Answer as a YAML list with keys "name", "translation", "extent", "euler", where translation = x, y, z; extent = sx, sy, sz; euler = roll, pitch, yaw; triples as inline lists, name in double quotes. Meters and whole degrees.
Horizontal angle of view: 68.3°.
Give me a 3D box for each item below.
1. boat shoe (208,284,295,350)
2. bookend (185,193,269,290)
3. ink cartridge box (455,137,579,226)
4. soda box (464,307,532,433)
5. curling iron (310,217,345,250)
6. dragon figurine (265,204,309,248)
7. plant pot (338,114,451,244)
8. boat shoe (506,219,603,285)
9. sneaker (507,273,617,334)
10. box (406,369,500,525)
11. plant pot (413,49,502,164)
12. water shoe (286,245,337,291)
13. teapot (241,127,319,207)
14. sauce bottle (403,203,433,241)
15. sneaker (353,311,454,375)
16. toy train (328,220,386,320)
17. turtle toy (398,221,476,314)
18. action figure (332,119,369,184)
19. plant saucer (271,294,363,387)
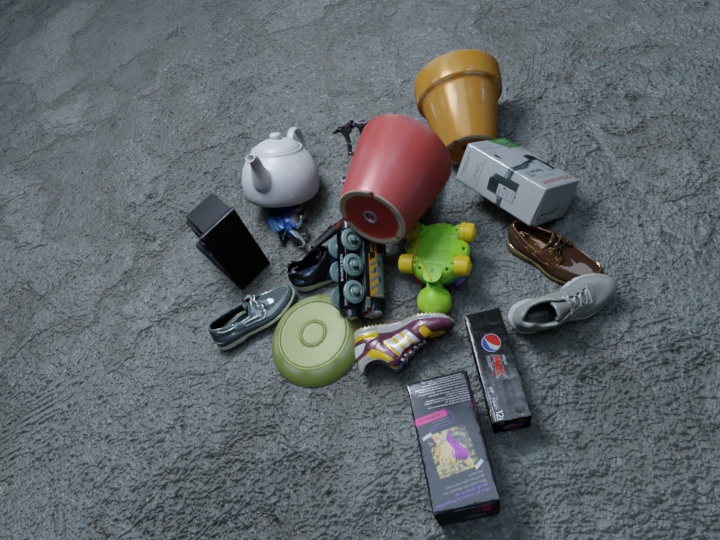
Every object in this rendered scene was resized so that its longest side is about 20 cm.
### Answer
- name: "boat shoe"
  translation: [-0.227, 0.087, 1.111]
  extent: [0.198, 0.062, 0.073]
  euler: [-35, 39, -6]
- name: "bookend"
  translation: [-0.323, -0.089, 1.172]
  extent: [0.092, 0.201, 0.198]
  euler: [-44, 58, -14]
- name: "ink cartridge box"
  translation: [0.318, -0.185, 1.079]
  extent: [0.145, 0.084, 0.200]
  euler: [-18, 47, -41]
- name: "soda box"
  translation: [0.239, 0.172, 0.931]
  extent: [0.069, 0.064, 0.203]
  euler: [-13, 57, 7]
- name: "curling iron"
  translation: [-0.056, -0.098, 1.151]
  extent: [0.025, 0.050, 0.200]
  euler: [27, 42, 15]
- name: "dragon figurine"
  translation: [-0.172, -0.099, 1.218]
  extent: [0.098, 0.059, 0.203]
  euler: [-19, 51, 7]
- name: "plant pot"
  translation: [0.055, -0.164, 1.024]
  extent: [0.197, 0.202, 0.179]
  euler: [15, 59, 24]
- name: "boat shoe"
  translation: [0.368, -0.035, 1.018]
  extent: [0.199, 0.068, 0.072]
  euler: [33, 72, 30]
- name: "sneaker"
  translation: [0.363, 0.063, 0.934]
  extent: [0.197, 0.092, 0.077]
  euler: [-24, 85, 5]
- name: "box"
  translation: [0.148, 0.284, 0.852]
  extent: [0.104, 0.123, 0.203]
  euler: [-14, 57, 6]
- name: "plant pot"
  translation: [0.229, -0.350, 1.192]
  extent: [0.196, 0.200, 0.187]
  euler: [-10, 72, 10]
- name: "water shoe"
  translation: [-0.061, -0.020, 1.126]
  extent: [0.197, 0.079, 0.072]
  euler: [-28, 56, -2]
- name: "teapot"
  translation: [-0.186, -0.244, 1.226]
  extent: [0.194, 0.149, 0.200]
  euler: [-15, 29, -21]
- name: "sauce bottle"
  translation: [0.130, -0.155, 1.166]
  extent: [0.065, 0.066, 0.203]
  euler: [6, 63, 19]
- name: "sneaker"
  translation: [0.085, 0.141, 0.996]
  extent: [0.196, 0.075, 0.092]
  euler: [-15, 64, 14]
- name: "toy train"
  translation: [0.000, 0.000, 1.069]
  extent: [0.112, 0.085, 0.204]
  euler: [6, 71, -29]
- name: "turtle toy"
  translation: [0.151, -0.007, 1.043]
  extent: [0.143, 0.102, 0.203]
  euler: [3, 60, 20]
- name: "action figure"
  translation: [0.015, -0.244, 1.230]
  extent: [0.118, 0.102, 0.203]
  euler: [-26, 93, -35]
- name: "plant saucer"
  translation: [-0.092, 0.132, 1.071]
  extent: [0.196, 0.031, 0.203]
  euler: [-8, 57, 12]
